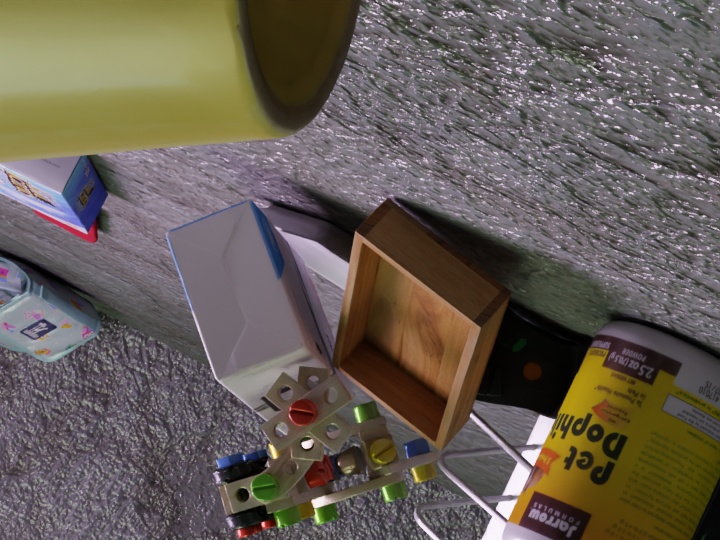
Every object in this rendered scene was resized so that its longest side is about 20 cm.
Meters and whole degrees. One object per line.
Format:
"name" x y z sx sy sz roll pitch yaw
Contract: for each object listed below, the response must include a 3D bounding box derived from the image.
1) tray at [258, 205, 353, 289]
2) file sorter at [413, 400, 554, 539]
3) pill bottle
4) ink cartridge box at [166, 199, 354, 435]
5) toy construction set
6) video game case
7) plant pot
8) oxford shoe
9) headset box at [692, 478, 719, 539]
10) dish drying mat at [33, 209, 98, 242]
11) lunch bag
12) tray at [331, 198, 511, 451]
"tray" 0.000 0.000 1.639 0.107 0.022 0.200 19 170 46
"file sorter" 0.112 0.201 1.585 0.125 0.200 0.139 2 -150 -43
"pill bottle" 0.160 0.140 1.386 0.109 0.200 0.109 25 172 4
"ink cartridge box" -0.064 0.038 1.565 0.200 0.067 0.116 51 -164 -71
"toy construction set" -0.029 0.133 1.538 0.131 0.092 0.200 -18 160 11
"video game case" -0.315 -0.102 1.898 0.181 0.045 0.200 25 172 3
"plant pot" -0.103 -0.114 0.657 0.189 0.201 0.201 7 167 16
"oxford shoe" 0.100 0.063 1.554 0.200 0.073 0.084 27 177 -1
"headset box" 0.261 0.217 1.678 0.093 0.174 0.200 19 168 46
"dish drying mat" -0.299 -0.059 2.235 0.077 0.018 0.200 27 173 -3
"lunch bag" -0.498 0.051 3.248 0.200 0.122 0.170 8 160 41
"tray" 0.037 0.038 1.437 0.099 0.037 0.200 38 157 13
